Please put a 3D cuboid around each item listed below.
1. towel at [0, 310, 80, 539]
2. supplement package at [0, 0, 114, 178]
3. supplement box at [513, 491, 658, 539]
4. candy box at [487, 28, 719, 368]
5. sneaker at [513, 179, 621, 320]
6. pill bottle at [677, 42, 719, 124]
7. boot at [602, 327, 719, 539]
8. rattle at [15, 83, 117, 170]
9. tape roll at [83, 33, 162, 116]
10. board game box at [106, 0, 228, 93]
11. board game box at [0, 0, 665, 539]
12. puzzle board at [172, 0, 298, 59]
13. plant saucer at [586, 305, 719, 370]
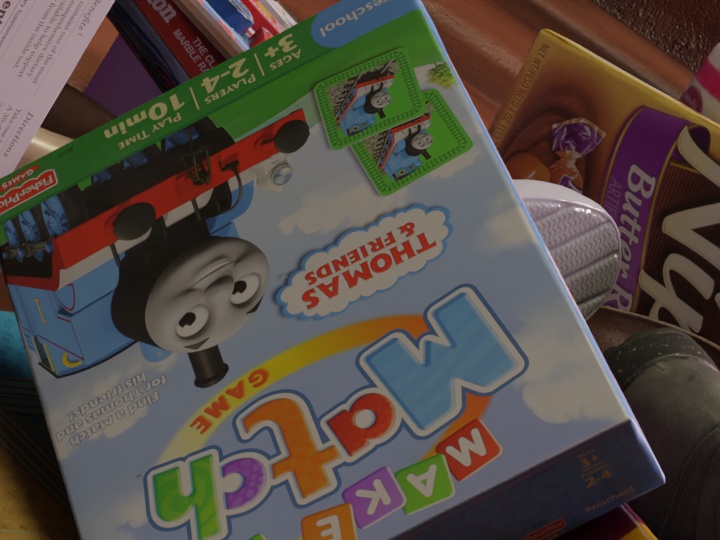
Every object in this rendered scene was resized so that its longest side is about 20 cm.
[{"bbox_3d":[-0.128,0.048,0.791,0.147,0.022,0.200,41,17,31],"label":"towel"},{"bbox_3d":[-0.168,-0.133,0.950,0.111,0.200,0.156,18,19,-48],"label":"supplement package"},{"bbox_3d":[0.022,0.074,0.805,0.200,0.086,0.110,50,-5,45],"label":"supplement box"},{"bbox_3d":[0.128,-0.002,1.080,0.200,0.117,0.056,33,9,35],"label":"candy box"},{"bbox_3d":[0.000,0.000,0.985,0.200,0.073,0.071,-10,26,-27],"label":"sneaker"},{"bbox_3d":[0.149,0.011,1.168,0.113,0.200,0.113,31,13,-8],"label":"pill bottle"},{"bbox_3d":[0.127,0.122,0.825,0.131,0.068,0.200,46,-22,59],"label":"boot"},{"bbox_3d":[-0.095,-0.085,1.101,0.200,0.143,0.130,21,-2,-21],"label":"rattle"},{"bbox_3d":[-0.033,-0.060,1.301,0.200,0.066,0.200,32,13,-8],"label":"tape roll"},{"bbox_3d":[-0.054,-0.061,1.106,0.200,0.019,0.103,53,-10,19],"label":"board game box"},{"bbox_3d":[-0.019,0.016,0.771,0.037,0.151,0.200,59,5,-46],"label":"board game box"},{"bbox_3d":[-0.039,-0.097,1.124,0.200,0.017,0.151,47,10,-18],"label":"puzzle board"},{"bbox_3d":[0.049,0.057,0.982,0.200,0.032,0.200,1,19,0],"label":"plant saucer"}]
